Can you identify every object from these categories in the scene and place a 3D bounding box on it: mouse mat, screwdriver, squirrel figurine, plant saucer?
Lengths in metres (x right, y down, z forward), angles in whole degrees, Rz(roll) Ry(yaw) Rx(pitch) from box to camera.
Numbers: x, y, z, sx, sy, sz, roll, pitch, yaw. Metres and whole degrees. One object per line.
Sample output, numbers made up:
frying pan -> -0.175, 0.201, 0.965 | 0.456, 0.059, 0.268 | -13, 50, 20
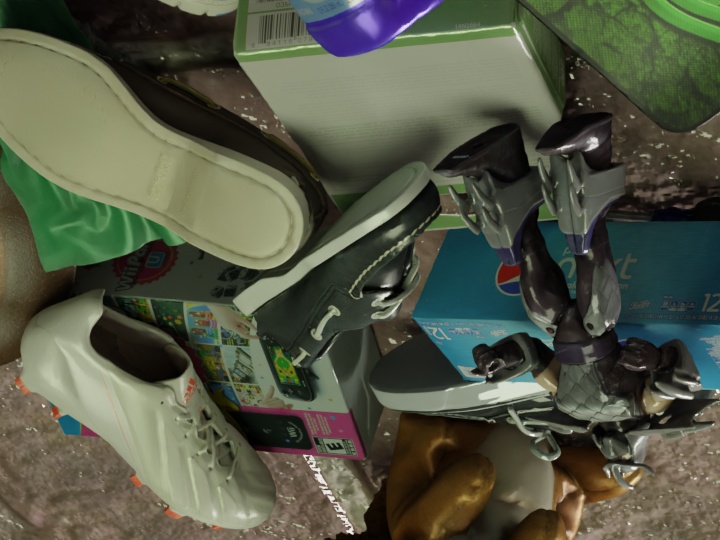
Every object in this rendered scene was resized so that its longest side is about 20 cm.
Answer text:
mouse mat -> 0.140, -0.162, 1.236 | 0.200, 0.008, 0.161 | 37, 121, -24
screwdriver -> 0.140, -0.026, 1.434 | 0.200, 0.029, 0.028 | 1, 148, 22
squirrel figurine -> 0.047, 0.185, 1.611 | 0.142, 0.187, 0.200 | 33, 141, -18
plant saucer -> -0.259, -0.024, 1.539 | 0.200, 0.037, 0.201 | 12, 120, 21

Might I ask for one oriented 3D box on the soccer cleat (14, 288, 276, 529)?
soccer cleat -> -0.111, 0.084, 1.551 | 0.078, 0.069, 0.200 | -33, 124, 28

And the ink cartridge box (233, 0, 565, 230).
ink cartridge box -> 0.035, -0.086, 1.374 | 0.145, 0.048, 0.200 | -5, 154, 17

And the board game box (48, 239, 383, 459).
board game box -> -0.097, 0.040, 1.595 | 0.200, 0.064, 0.148 | 5, 141, 20

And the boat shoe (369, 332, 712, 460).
boat shoe -> 0.103, 0.065, 1.530 | 0.199, 0.074, 0.068 | -11, 120, 22

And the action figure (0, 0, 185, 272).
action figure -> -0.165, -0.097, 1.444 | 0.118, 0.055, 0.200 | -18, 120, 20

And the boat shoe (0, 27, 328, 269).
boat shoe -> -0.109, -0.068, 1.388 | 0.200, 0.060, 0.072 | 28, 113, 9

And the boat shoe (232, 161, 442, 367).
boat shoe -> 0.000, 0.000, 1.404 | 0.060, 0.076, 0.200 | 50, 156, -4

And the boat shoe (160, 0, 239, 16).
boat shoe -> -0.135, -0.196, 1.311 | 0.200, 0.072, 0.072 | 18, 140, -16

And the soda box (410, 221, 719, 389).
soda box -> 0.131, 0.018, 1.433 | 0.200, 0.068, 0.064 | 1, 145, 38

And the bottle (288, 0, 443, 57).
bottle -> -0.039, -0.193, 1.228 | 0.200, 0.065, 0.084 | 55, 164, -13

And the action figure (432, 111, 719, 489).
action figure -> 0.107, 0.023, 1.348 | 0.130, 0.069, 0.200 | -5, 113, 35
